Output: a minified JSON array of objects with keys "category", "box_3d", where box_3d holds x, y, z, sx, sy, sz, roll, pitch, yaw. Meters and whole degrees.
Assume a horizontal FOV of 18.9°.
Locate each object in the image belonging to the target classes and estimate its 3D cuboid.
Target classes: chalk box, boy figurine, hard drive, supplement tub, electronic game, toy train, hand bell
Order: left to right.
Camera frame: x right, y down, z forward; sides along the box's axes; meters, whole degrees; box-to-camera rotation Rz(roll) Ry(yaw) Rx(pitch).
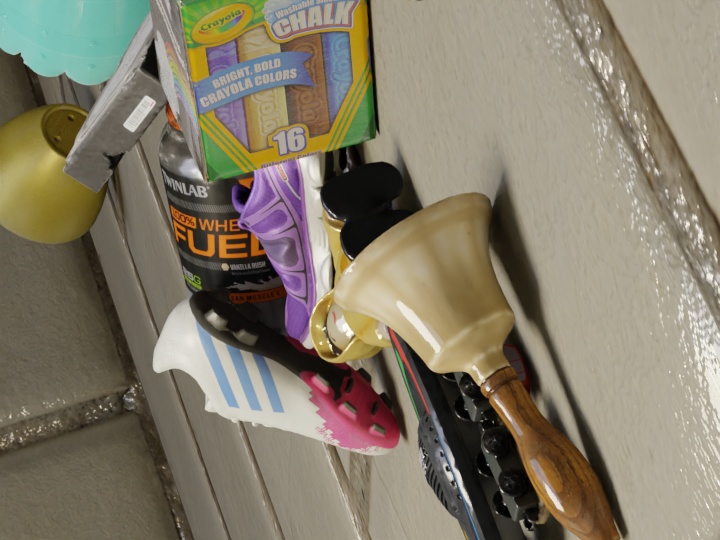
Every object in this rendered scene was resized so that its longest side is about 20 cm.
[{"category":"hard drive","box_3d":[-0.148,-0.166,1.615,0.140,0.038,0.200,-45,16,46]},{"category":"supplement tub","box_3d":[-0.085,-0.053,1.652,0.123,0.122,0.200,-125,22,-59]},{"category":"chalk box","box_3d":[-0.069,-0.181,1.404,0.200,0.123,0.125,87,164,-45]},{"category":"boy figurine","box_3d":[0.000,0.000,1.469,0.200,0.064,0.125,105,144,-64]},{"category":"electronic game","box_3d":[0.059,0.119,1.335,0.200,0.042,0.200,158,90,-88]},{"category":"toy train","box_3d":[0.074,0.062,1.242,0.034,0.046,0.200,98,157,-52]},{"category":"hand bell","box_3d":[0.081,0.067,1.179,0.200,0.104,0.104,56,163,18]}]

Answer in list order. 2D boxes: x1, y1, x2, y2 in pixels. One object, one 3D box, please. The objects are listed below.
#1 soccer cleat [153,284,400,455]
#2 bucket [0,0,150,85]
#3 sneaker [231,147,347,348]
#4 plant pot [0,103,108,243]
[{"category":"soccer cleat","box_3d":[-0.065,0.089,1.629,0.086,0.200,0.070,-47,17,28]},{"category":"bucket","box_3d":[-0.229,-0.276,1.860,0.135,0.207,0.208,104,148,-57]},{"category":"sneaker","box_3d":[-0.050,-0.033,1.561,0.081,0.083,0.200,-68,-20,-49]},{"category":"plant pot","box_3d":[-0.441,-0.160,3.120,0.142,0.200,0.200,-47,56,47]}]
